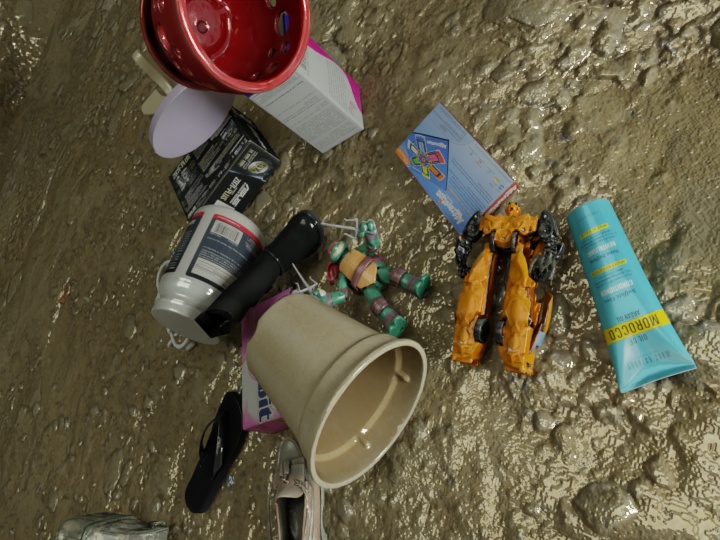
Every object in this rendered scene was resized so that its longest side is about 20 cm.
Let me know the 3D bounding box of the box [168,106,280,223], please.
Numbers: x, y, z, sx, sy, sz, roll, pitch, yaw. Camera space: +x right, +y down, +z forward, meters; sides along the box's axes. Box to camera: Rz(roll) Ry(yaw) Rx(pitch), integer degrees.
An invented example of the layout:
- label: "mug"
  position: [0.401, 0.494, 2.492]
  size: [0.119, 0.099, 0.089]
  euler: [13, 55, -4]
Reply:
- label: "box"
  position: [-0.273, -0.199, 1.116]
  size: [0.201, 0.085, 0.165]
  euler: [-49, 50, 13]

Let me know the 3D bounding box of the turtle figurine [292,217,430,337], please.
- label: "turtle figurine"
  position: [0.000, 0.000, 0.815]
  size: [0.198, 0.100, 0.153]
  euler: [34, 108, 26]

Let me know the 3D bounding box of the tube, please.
- label: "tube"
  position: [0.285, 0.022, 0.618]
  size: [0.077, 0.050, 0.205]
  euler: [-30, 62, 35]

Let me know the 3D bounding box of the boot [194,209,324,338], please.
- label: "boot"
  position: [-0.152, 0.006, 0.867]
  size: [0.066, 0.200, 0.165]
  euler: [45, 136, -1]

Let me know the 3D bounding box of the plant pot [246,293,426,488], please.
- label: "plant pot"
  position: [-0.044, 0.131, 0.722]
  size: [0.182, 0.199, 0.204]
  euler: [33, 94, 35]

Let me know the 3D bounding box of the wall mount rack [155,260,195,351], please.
- label: "wall mount rack"
  position: [-0.315, 0.048, 1.070]
  size: [0.174, 0.074, 0.202]
  euler: [-46, 52, 19]

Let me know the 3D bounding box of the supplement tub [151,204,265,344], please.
- label: "supplement tub"
  position: [-0.257, 0.006, 0.964]
  size: [0.137, 0.140, 0.205]
  euler: [-3, 56, 37]

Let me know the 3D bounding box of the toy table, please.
- label: "toy table"
  position: [-0.334, -0.326, 1.055]
  size: [0.198, 0.184, 0.118]
  euler: [-37, 68, 6]

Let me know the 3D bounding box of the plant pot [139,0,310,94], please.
- label: "plant pot"
  position: [-0.192, -0.349, 0.777]
  size: [0.180, 0.198, 0.205]
  euler: [19, 84, 49]

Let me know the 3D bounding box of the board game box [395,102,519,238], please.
- label: "board game box"
  position: [0.133, -0.149, 0.817]
  size: [0.103, 0.019, 0.202]
  euler: [-43, 52, 16]

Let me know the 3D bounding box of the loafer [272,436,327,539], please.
- label: "loafer"
  position: [-0.089, 0.330, 0.784]
  size: [0.071, 0.062, 0.205]
  euler: [-30, 57, 27]

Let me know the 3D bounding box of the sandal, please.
- label: "sandal"
  position: [-0.241, 0.301, 0.929]
  size: [0.075, 0.042, 0.205]
  euler: [17, 84, 41]

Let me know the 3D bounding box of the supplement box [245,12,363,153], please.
- label: "supplement box"
  position: [-0.090, -0.300, 0.934]
  size: [0.102, 0.198, 0.104]
  euler: [-23, 59, 30]

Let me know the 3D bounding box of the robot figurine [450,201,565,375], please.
- label: "robot figurine"
  position: [0.176, 0.018, 0.693]
  size: [0.142, 0.058, 0.206]
  euler: [4, 77, 39]

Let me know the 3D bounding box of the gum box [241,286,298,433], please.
- label: "gum box"
  position: [-0.126, 0.137, 0.883]
  size: [0.112, 0.066, 0.206]
  euler: [-24, 60, 30]

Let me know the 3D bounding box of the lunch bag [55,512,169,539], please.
- label: "lunch bag"
  position: [-0.398, 0.510, 0.916]
  size: [0.163, 0.139, 0.207]
  euler: [-2, 74, 20]
